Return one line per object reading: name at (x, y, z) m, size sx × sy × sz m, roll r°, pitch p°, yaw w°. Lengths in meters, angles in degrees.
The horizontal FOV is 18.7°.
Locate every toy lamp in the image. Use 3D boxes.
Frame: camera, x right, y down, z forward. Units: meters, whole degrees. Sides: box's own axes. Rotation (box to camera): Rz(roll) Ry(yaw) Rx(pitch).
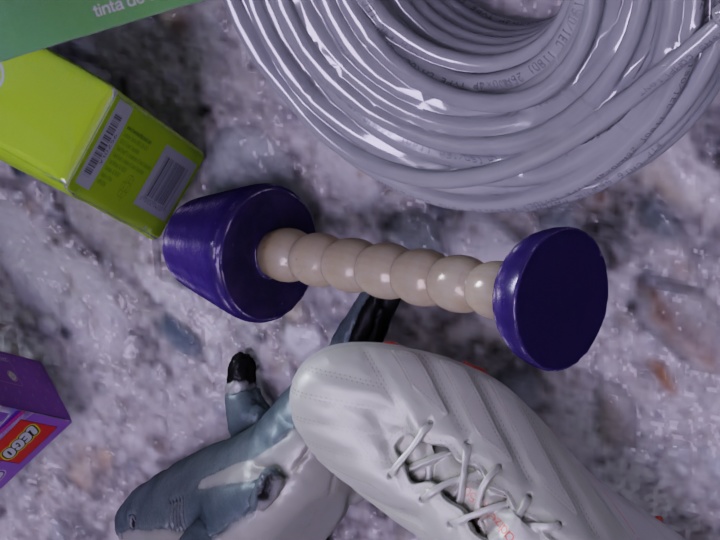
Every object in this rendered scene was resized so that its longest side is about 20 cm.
toy lamp at (0.000, 0.000, 0.830) m, size 0.200 × 0.058 × 0.058 m, roll 10°, pitch 119°, yaw 46°

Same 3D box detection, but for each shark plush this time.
shark plush at (-0.045, 0.072, 0.910) m, size 0.083 × 0.091 × 0.200 m, roll 58°, pitch 139°, yaw 32°

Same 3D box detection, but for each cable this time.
cable at (0.044, -0.120, 0.761) m, size 0.200 × 0.069 × 0.200 m, roll 42°, pitch 128°, yaw 6°

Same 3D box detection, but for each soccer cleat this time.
soccer cleat at (0.059, 0.095, 0.828) m, size 0.200 × 0.078 × 0.069 m, roll 33°, pitch 117°, yaw -4°

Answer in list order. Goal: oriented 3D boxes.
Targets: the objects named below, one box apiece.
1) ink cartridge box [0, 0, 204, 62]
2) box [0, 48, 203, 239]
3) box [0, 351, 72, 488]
ink cartridge box at (-0.119, -0.189, 0.762) m, size 0.084 × 0.145 × 0.201 m, roll -16°, pitch 107°, yaw 0°
box at (-0.169, -0.084, 0.868) m, size 0.200 × 0.122 × 0.048 m, roll 29°, pitch 88°, yaw 14°
box at (-0.240, 0.104, 0.952) m, size 0.200 × 0.137 × 0.039 m, roll -42°, pitch 61°, yaw 16°
